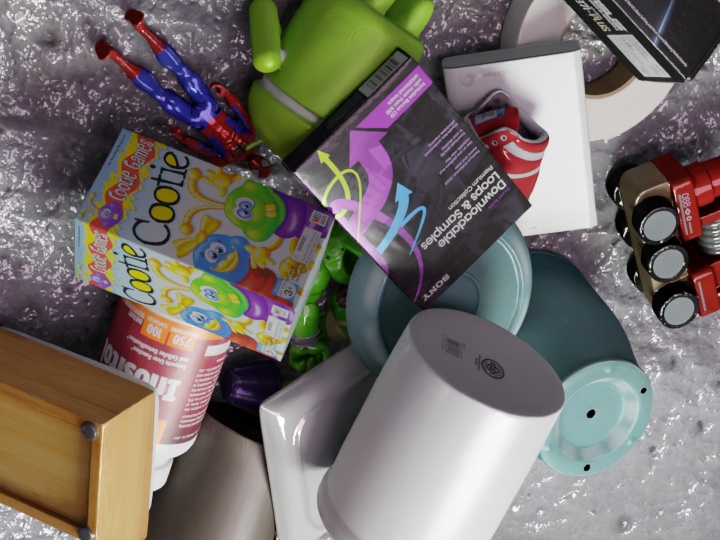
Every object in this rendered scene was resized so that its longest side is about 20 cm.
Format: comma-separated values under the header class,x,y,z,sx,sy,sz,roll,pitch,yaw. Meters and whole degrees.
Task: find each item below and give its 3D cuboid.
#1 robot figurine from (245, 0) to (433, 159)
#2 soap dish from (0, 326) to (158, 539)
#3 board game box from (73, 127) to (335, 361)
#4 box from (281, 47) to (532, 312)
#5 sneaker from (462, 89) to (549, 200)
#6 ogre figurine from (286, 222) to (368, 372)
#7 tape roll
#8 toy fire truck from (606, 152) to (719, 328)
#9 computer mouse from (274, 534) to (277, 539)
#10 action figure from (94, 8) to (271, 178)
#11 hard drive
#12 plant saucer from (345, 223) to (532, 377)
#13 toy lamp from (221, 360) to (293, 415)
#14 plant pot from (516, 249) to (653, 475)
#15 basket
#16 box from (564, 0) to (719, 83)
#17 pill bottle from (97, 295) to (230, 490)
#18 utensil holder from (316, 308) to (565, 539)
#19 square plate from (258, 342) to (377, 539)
class,x,y,z,sx,sy,sz,roll,pitch,yaw
robot figurine,-0.022,-0.178,1.265,0.175,0.116,0.201,24,104,-41
soap dish,-0.280,0.150,1.277,0.081,0.199,0.158,-36,140,-56
board game box,-0.137,-0.022,1.230,0.199,0.105,0.103,22,150,1
box,0.045,-0.076,1.252,0.143,0.036,0.200,-44,124,0
sneaker,0.081,-0.121,1.339,0.198,0.072,0.113,11,130,-14
ogre figurine,0.000,0.000,1.382,0.199,0.098,0.120,-23,134,0
tape roll,0.233,-0.226,1.404,0.201,0.037,0.204,-10,119,-20
toy fire truck,0.377,-0.062,1.518,0.199,0.129,0.177,-22,123,-1
computer mouse,-0.030,0.217,1.516,0.199,0.044,0.110,-19,117,-8
action figure,-0.147,-0.146,1.269,0.065,0.052,0.200,-48,127,1
hard drive,0.159,-0.123,1.395,0.131,0.026,0.201,-7,126,8
plant saucer,0.082,0.027,1.349,0.199,0.027,0.202,-9,114,-22
toy lamp,-0.045,0.124,1.449,0.199,0.058,0.059,6,113,-27
plant pot,0.200,0.109,1.473,0.199,0.188,0.201,-11,120,-19
basket,-0.148,0.245,1.412,0.136,0.180,0.201,19,99,-49
box,0.266,-0.298,1.308,0.200,0.086,0.164,41,81,-23
pill bottle,-0.193,0.102,1.336,0.112,0.113,0.201,10,111,-28
utensil holder,0.075,0.161,1.294,0.169,0.170,0.201,12,119,-29
square plate,-0.008,0.164,1.397,0.199,0.028,0.199,-31,131,-33
